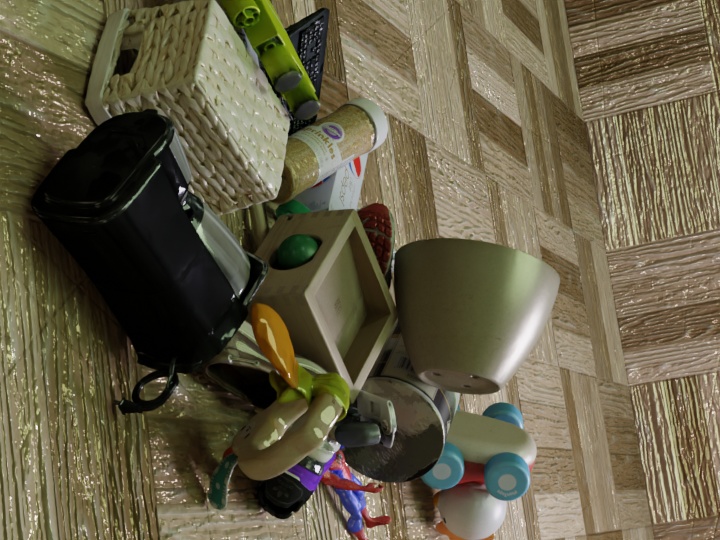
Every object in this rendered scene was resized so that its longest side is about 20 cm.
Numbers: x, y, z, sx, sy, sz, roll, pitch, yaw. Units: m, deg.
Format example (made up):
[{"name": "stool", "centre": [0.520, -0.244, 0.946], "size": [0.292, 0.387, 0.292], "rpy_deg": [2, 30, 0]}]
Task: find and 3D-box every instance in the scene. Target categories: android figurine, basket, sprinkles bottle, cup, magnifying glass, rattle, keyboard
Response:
[{"name": "android figurine", "centre": [-0.104, -0.254, 1.557], "size": [0.200, 0.041, 0.182], "rpy_deg": [62, 5, 26]}, {"name": "basket", "centre": [-0.165, -0.160, 1.483], "size": [0.200, 0.123, 0.136], "rpy_deg": [57, 30, -46]}, {"name": "sprinkles bottle", "centre": [-0.047, -0.146, 1.782], "size": [0.200, 0.068, 0.068], "rpy_deg": [-36, 114, -46]}, {"name": "cup", "centre": [0.128, 0.065, 1.749], "size": [0.200, 0.200, 0.144], "rpy_deg": [42, 53, -58]}, {"name": "magnifying glass", "centre": [-0.053, -0.012, 1.798], "size": [0.022, 0.080, 0.200], "rpy_deg": [-45, 142, -18]}, {"name": "rattle", "centre": [-0.118, 0.137, 1.430], "size": [0.143, 0.200, 0.130], "rpy_deg": [35, 51, -28]}, {"name": "keyboard", "centre": [-0.072, -0.209, 1.734], "size": [0.104, 0.040, 0.200], "rpy_deg": [-36, 154, -27]}]

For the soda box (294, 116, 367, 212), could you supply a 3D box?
[{"name": "soda box", "centre": [-0.041, -0.113, 1.874], "size": [0.200, 0.064, 0.068], "rpy_deg": [-78, 149, -46]}]

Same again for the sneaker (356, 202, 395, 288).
[{"name": "sneaker", "centre": [0.000, 0.000, 1.769], "size": [0.082, 0.078, 0.200], "rpy_deg": [-51, 162, -51]}]

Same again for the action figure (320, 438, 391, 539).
[{"name": "action figure", "centre": [0.008, 0.253, 1.761], "size": [0.065, 0.099, 0.200], "rpy_deg": [-82, 150, -45]}]

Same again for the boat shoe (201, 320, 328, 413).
[{"name": "boat shoe", "centre": [-0.096, 0.124, 1.548], "size": [0.202, 0.075, 0.075], "rpy_deg": [34, 36, -32]}]

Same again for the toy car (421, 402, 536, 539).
[{"name": "toy car", "centre": [0.142, 0.303, 2.061], "size": [0.184, 0.176, 0.200], "rpy_deg": [-86, -174, -69]}]

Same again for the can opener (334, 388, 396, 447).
[{"name": "can opener", "centre": [-0.023, 0.158, 1.659], "size": [0.067, 0.200, 0.053], "rpy_deg": [-7, 99, -29]}]

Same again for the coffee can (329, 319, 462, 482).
[{"name": "coffee can", "centre": [0.053, 0.151, 1.860], "size": [0.200, 0.146, 0.147], "rpy_deg": [-60, 135, -60]}]

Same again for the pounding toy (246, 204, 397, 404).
[{"name": "pounding toy", "centre": [-0.070, 0.017, 1.663], "size": [0.184, 0.142, 0.200], "rpy_deg": [-61, 137, -46]}]

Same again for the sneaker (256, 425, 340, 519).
[{"name": "sneaker", "centre": [-0.076, 0.218, 1.605], "size": [0.100, 0.069, 0.200], "rpy_deg": [-62, 176, -3]}]

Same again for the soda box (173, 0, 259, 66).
[{"name": "soda box", "centre": [-0.149, -0.205, 1.635], "size": [0.068, 0.063, 0.201], "rpy_deg": [-1, 80, -69]}]

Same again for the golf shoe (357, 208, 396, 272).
[{"name": "golf shoe", "centre": [-0.010, -0.038, 1.926], "size": [0.097, 0.078, 0.200], "rpy_deg": [68, 12, 10]}]

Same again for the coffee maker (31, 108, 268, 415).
[{"name": "coffee maker", "centre": [-0.190, -0.011, 1.320], "size": [0.192, 0.134, 0.200], "rpy_deg": [-81, 151, -42]}]

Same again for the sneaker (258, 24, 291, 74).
[{"name": "sneaker", "centre": [-0.105, -0.234, 1.766], "size": [0.200, 0.066, 0.091], "rpy_deg": [-50, 123, -67]}]
